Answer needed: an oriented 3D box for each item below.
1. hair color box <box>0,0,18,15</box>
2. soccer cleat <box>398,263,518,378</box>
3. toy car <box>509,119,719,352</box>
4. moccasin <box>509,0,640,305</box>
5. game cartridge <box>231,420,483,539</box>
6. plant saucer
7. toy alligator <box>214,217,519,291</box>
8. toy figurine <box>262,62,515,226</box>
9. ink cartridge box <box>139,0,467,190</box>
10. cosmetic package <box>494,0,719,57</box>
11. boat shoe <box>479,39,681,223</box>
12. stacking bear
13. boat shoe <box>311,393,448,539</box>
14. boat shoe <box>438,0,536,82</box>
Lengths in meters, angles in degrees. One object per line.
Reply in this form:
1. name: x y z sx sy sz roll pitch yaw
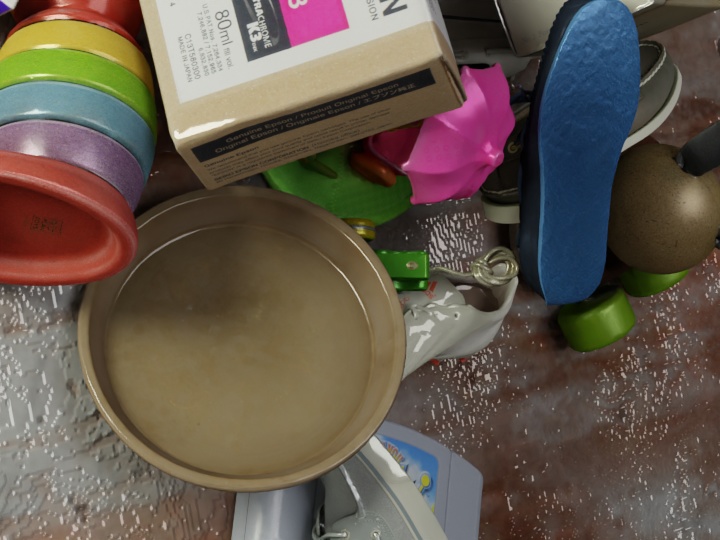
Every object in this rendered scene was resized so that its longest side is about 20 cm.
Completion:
1. hair color box: -0.262 -0.240 1.193 0.200 0.065 0.110 38 59 -26
2. soccer cleat: 0.027 0.037 1.399 0.199 0.078 0.069 -18 60 -47
3. toy car: 0.217 -0.051 1.515 0.158 0.199 0.165 -39 109 -39
4. moccasin: 0.122 -0.079 1.336 0.080 0.068 0.201 2 110 -24
5. game cartridge: 0.003 0.164 1.392 0.199 0.040 0.134 19 66 -40
6. plant saucer: -0.071 0.043 1.284 0.198 0.030 0.201 3 64 -7
7. toy alligator: 0.000 0.000 1.370 0.198 0.054 0.060 2 81 -11
8. toy figurine: 0.013 -0.108 1.325 0.199 0.184 0.151 34 80 -24
9. ink cartridge box: -0.045 -0.170 1.238 0.075 0.164 0.201 54 18 -66
10. cosmetic package: 0.166 -0.193 1.426 0.200 0.103 0.074 -17 88 -66
11. boat shoe: 0.148 -0.108 1.440 0.201 0.072 0.061 -40 123 -33
12. stacking bear: -0.171 -0.104 1.230 0.113 0.122 0.201 11 59 -11
13. boat shoe: 0.009 0.171 1.325 0.071 0.070 0.202 -35 107 -15
14. boat shoe: 0.084 -0.159 1.503 0.199 0.072 0.066 2 95 -47
